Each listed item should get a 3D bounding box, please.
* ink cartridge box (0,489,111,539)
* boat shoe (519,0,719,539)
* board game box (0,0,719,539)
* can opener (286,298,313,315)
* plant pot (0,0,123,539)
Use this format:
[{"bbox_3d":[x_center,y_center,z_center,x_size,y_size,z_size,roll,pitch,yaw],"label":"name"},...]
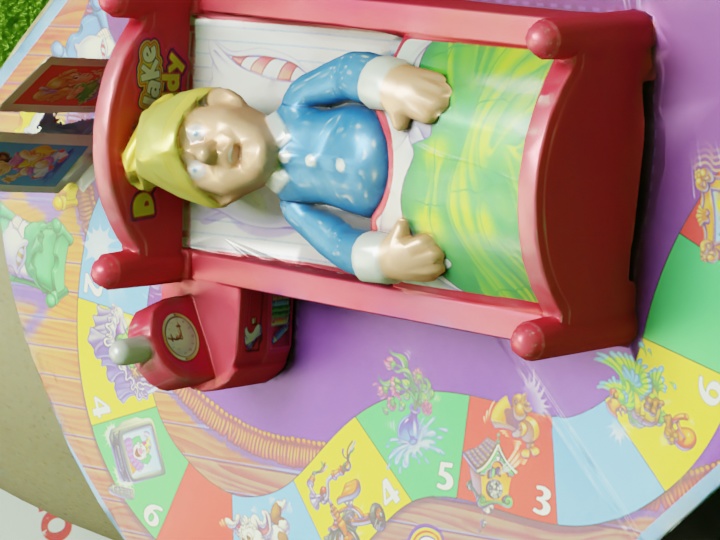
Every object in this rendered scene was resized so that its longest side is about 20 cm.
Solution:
[{"bbox_3d":[0.003,0.106,0.776,0.085,0.200,0.145,76,177,-53],"label":"ink cartridge box"},{"bbox_3d":[0.037,-0.009,0.506,0.073,0.065,0.200,-33,76,55],"label":"boat shoe"},{"bbox_3d":[-0.005,-0.014,0.469,0.039,0.200,0.158,-9,-120,-49],"label":"board game box"},{"bbox_3d":[0.039,0.035,0.577,0.200,0.079,0.063,45,178,-32],"label":"can opener"},{"bbox_3d":[0.000,0.000,0.691,0.134,0.200,0.200,36,165,17],"label":"plant pot"}]
